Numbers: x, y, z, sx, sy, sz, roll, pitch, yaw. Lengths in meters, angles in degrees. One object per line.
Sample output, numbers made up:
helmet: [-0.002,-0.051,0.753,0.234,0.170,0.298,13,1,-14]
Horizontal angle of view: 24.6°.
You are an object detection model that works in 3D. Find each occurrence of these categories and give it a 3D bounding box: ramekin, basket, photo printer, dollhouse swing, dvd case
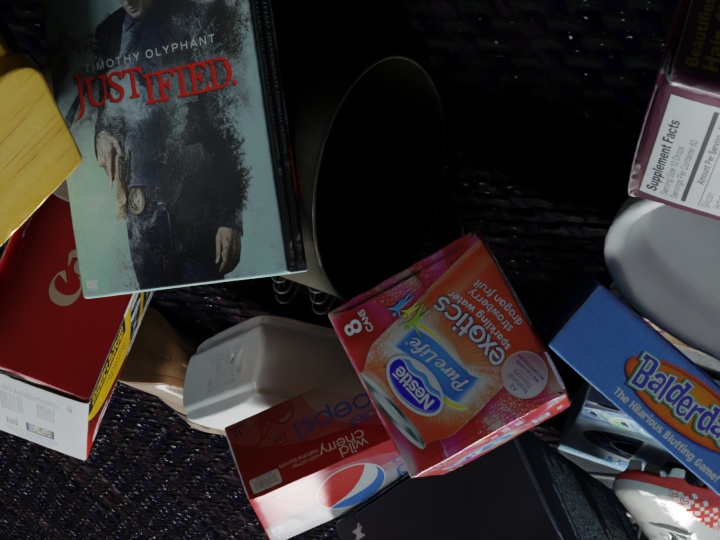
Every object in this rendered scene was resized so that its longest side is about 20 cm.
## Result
ramekin: [0.231,-0.027,0.829,0.199,0.098,0.201,17,156,8]
basket: [-0.073,-0.072,0.935,0.198,0.137,0.180,15,178,23]
photo printer: [-0.015,0.094,1.241,0.198,0.070,0.166,14,163,-23]
dollhouse swing: [-0.262,-0.116,0.860,0.176,0.182,0.200,41,-172,-41]
dvd case: [-0.101,-0.091,0.850,0.145,0.202,0.022,-6,-178,35]

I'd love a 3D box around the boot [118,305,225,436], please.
boot: [-0.157,0.095,1.417,0.198,0.071,0.147,15,157,13]

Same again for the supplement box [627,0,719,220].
supplement box: [0.226,-0.078,0.686,0.198,0.132,0.103,18,155,8]

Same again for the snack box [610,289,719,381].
snack box: [0.246,0.062,1.075,0.199,0.025,0.072,27,163,-19]

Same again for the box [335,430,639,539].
box: [0.102,0.205,1.142,0.147,0.105,0.200,-36,143,16]

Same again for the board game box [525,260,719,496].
board game box: [0.167,0.064,0.924,0.152,0.045,0.200,41,-176,-1]

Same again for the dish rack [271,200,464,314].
dish rack: [0.000,0.000,1.116,0.152,0.055,0.200,16,156,12]

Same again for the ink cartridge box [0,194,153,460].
ink cartridge box: [-0.176,-0.003,1.065,0.083,0.202,0.176,20,157,-2]

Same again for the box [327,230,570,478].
box: [0.056,0.053,0.939,0.095,0.100,0.200,-28,171,4]

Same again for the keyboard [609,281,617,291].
keyboard: [0.258,0.038,1.053,0.198,0.011,0.056,23,161,-4]

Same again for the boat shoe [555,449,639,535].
boat shoe: [0.142,0.190,1.269,0.198,0.094,0.074,6,163,-34]

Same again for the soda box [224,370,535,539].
soda box: [0.014,0.107,1.113,0.198,0.064,0.070,-23,142,-2]

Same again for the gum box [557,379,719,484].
gum box: [0.231,0.116,1.148,0.168,0.045,0.200,18,167,7]

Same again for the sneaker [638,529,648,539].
sneaker: [0.187,0.219,1.398,0.198,0.075,0.089,4,153,31]

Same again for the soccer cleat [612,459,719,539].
soccer cleat: [0.237,0.195,1.166,0.068,0.086,0.200,7,162,41]
